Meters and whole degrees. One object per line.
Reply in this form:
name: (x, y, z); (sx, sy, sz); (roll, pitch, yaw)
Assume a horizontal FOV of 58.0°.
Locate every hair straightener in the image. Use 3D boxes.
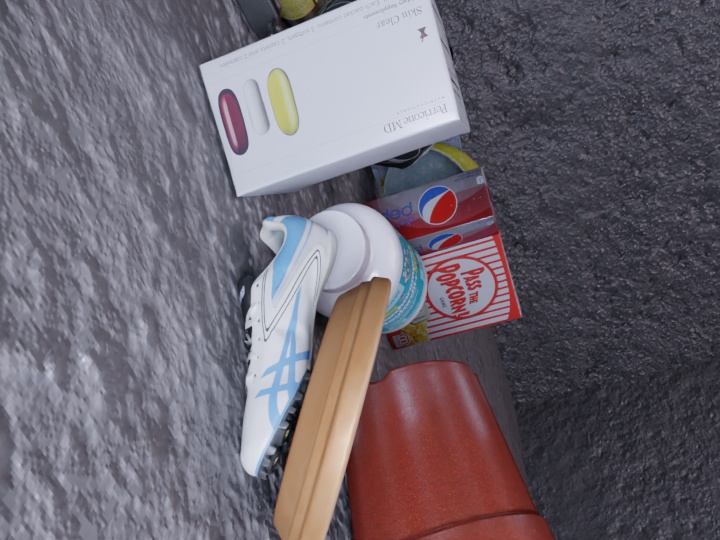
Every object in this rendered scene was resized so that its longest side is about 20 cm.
hair straightener: (-0.097, -0.236, 0.682); (0.078, 0.040, 0.203); (-88, 163, -49)

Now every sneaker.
sneaker: (-0.064, 0.049, 0.480); (0.073, 0.070, 0.205); (106, -7, -57)

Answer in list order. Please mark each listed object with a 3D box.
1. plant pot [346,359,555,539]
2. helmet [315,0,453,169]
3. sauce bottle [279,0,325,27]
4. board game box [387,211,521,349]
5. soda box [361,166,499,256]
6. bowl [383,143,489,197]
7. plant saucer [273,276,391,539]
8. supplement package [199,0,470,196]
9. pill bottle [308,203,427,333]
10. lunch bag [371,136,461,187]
plant pot: (0.067, 0.206, 0.596); (0.202, 0.196, 0.199); (55, 16, -54)
helmet: (0.015, -0.237, 0.792); (0.187, 0.201, 0.203); (28, 34, -18)
sauce bottle: (-0.080, -0.333, 0.779); (0.200, 0.063, 0.067); (44, 33, -67)
board game box: (0.115, 0.019, 0.918); (0.047, 0.194, 0.154); (-84, 154, -56)
soda box: (0.071, -0.060, 0.820); (0.063, 0.194, 0.072); (42, 35, -64)
bowl: (0.143, -0.120, 1.064); (0.107, 0.197, 0.205); (-32, 110, -40)
plant saucer: (-0.021, 0.100, 0.459); (0.200, 0.036, 0.206); (16, 89, -89)
supplement package: (-0.012, -0.150, 0.577); (0.156, 0.194, 0.114); (-33, 106, -75)
pill bottle: (0.000, 0.000, 0.661); (0.200, 0.108, 0.114); (30, 46, -70)
lunch bag: (0.078, -0.273, 1.130); (0.128, 0.164, 0.206); (65, 15, -61)
